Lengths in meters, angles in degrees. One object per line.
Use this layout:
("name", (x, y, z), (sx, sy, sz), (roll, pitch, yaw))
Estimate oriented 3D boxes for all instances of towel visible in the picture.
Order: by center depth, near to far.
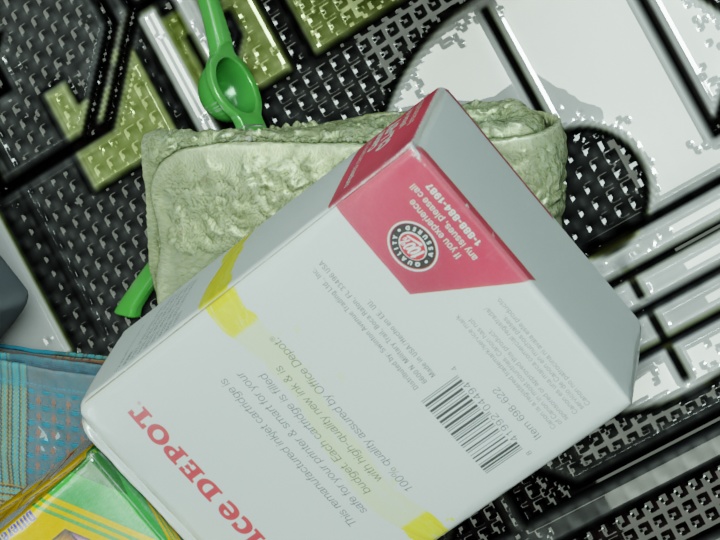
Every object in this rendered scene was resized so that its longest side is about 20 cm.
("towel", (0.000, 0.000, 1.041), (0.199, 0.037, 0.149), (-3, 111, 12))
("towel", (-0.155, 0.138, 1.140), (0.146, 0.022, 0.201), (5, 99, 18))

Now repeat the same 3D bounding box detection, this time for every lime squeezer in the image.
("lime squeezer", (-0.073, -0.070, 1.085), (0.070, 0.038, 0.201), (19, 106, 47))

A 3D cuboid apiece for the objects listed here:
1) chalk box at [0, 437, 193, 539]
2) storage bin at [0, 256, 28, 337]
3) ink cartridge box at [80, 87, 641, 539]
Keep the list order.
("chalk box", (-0.090, 0.179, 1.057), (0.124, 0.124, 0.200), (-40, 95, 11))
("storage bin", (-0.264, 0.026, 1.092), (0.134, 0.145, 0.200), (44, 108, 10))
("ink cartridge box", (0.000, 0.042, 0.993), (0.200, 0.084, 0.145), (-36, 103, 22))
